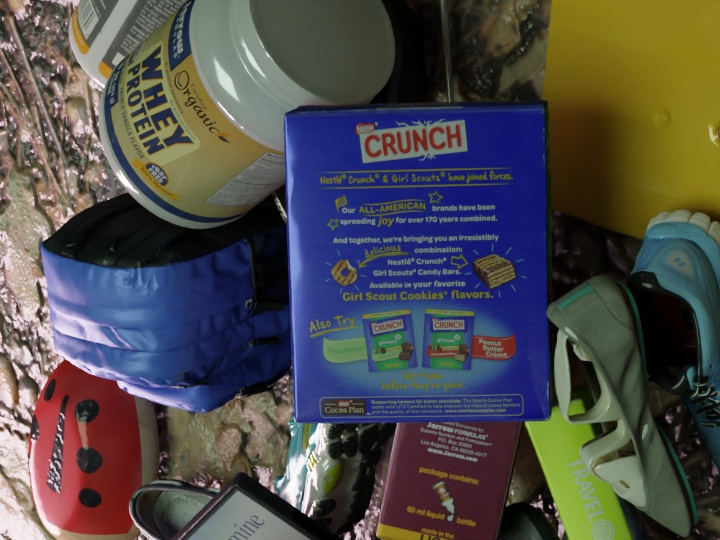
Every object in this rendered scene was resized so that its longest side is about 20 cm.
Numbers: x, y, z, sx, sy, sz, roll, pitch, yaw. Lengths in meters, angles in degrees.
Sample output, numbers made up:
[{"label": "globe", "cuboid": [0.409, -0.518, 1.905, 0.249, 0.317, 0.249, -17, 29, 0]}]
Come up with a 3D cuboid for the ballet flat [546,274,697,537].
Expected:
[{"label": "ballet flat", "cuboid": [0.162, 0.096, 1.380, 0.067, 0.063, 0.201, 46, 158, 61]}]

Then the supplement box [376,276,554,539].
[{"label": "supplement box", "cuboid": [0.072, 0.087, 1.492, 0.085, 0.110, 0.202, 12, 97, 2]}]

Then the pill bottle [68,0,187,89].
[{"label": "pill bottle", "cuboid": [-0.132, -0.227, 1.620, 0.117, 0.116, 0.200, 52, 129, 17]}]

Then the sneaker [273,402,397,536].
[{"label": "sneaker", "cuboid": [-0.024, 0.117, 1.660, 0.080, 0.077, 0.201, 43, 127, 34]}]

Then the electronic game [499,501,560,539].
[{"label": "electronic game", "cuboid": [0.139, 0.262, 1.521, 0.200, 0.041, 0.202, 163, 90, -79]}]

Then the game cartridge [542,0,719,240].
[{"label": "game cartridge", "cuboid": [0.208, -0.104, 1.421, 0.199, 0.032, 0.178, 21, 116, 38]}]

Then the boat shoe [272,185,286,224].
[{"label": "boat shoe", "cuboid": [0.000, 0.000, 1.579, 0.200, 0.070, 0.070, 48, 142, 8]}]

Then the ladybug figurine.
[{"label": "ladybug figurine", "cuboid": [-0.237, 0.156, 1.855, 0.135, 0.072, 0.202, 22, 116, 35]}]

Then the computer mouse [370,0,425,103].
[{"label": "computer mouse", "cuboid": [0.004, -0.135, 1.578, 0.138, 0.053, 0.201, 29, 132, 29]}]

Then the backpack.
[{"label": "backpack", "cuboid": [-0.135, 0.023, 1.640, 0.162, 0.199, 0.169, 6, 107, 39]}]

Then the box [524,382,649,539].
[{"label": "box", "cuboid": [0.170, 0.182, 1.474, 0.047, 0.122, 0.201, -20, 90, 9]}]

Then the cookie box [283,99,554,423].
[{"label": "cookie box", "cuboid": [0.040, -0.007, 1.388, 0.170, 0.075, 0.202, -1, 99, 4]}]

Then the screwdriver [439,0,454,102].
[{"label": "screwdriver", "cuboid": [0.070, -0.104, 1.542, 0.029, 0.028, 0.202, 2, 105, 9]}]

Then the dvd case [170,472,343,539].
[{"label": "dvd case", "cuboid": [-0.052, 0.251, 1.689, 0.199, 0.018, 0.143, 35, 131, -11]}]

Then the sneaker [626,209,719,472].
[{"label": "sneaker", "cuboid": [0.217, 0.065, 1.403, 0.078, 0.090, 0.201, -8, 116, 42]}]

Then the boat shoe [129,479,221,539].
[{"label": "boat shoe", "cuboid": [-0.108, 0.214, 1.752, 0.199, 0.060, 0.074, 19, 92, 42]}]

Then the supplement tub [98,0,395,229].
[{"label": "supplement tub", "cuboid": [-0.080, -0.130, 1.510, 0.200, 0.144, 0.145, -34, 80, 47]}]
